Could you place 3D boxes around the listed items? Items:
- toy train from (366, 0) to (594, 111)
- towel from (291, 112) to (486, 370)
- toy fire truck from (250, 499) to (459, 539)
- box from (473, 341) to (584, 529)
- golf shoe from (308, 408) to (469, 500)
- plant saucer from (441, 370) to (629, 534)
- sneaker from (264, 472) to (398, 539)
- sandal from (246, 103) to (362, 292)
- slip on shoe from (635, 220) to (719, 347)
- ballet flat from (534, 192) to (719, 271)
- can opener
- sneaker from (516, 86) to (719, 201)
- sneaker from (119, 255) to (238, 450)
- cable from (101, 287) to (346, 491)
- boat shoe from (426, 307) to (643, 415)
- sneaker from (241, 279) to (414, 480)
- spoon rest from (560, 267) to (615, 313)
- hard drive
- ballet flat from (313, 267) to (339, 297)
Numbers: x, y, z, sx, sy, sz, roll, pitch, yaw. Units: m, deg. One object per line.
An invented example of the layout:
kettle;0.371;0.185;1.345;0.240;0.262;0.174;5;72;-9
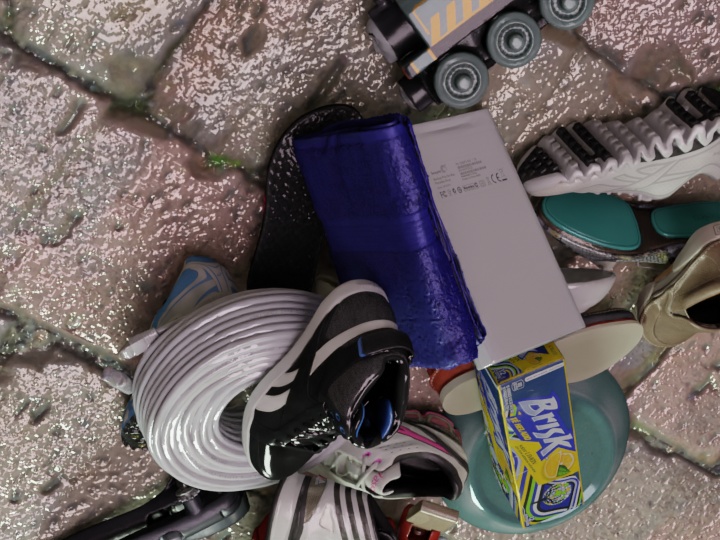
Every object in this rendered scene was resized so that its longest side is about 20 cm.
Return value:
toy train;0.100;-0.218;1.478;0.199;0.085;0.114;-36;108;6
towel;0.025;-0.023;1.442;0.049;0.147;0.202;-24;103;-29
toy fire truck;0.003;0.248;1.639;0.174;0.129;0.201;9;121;-19
box;0.146;0.131;1.601;0.064;0.070;0.201;-22;135;-7
golf shoe;0.001;0.158;1.624;0.198;0.092;0.073;8;115;-9
plant saucer;0.165;0.170;1.715;0.198;0.036;0.202;-7;118;-13
sneaker;-0.029;0.270;1.555;0.114;0.076;0.202;13;115;4
sandal;-0.051;-0.055;1.535;0.074;0.045;0.201;16;117;-9
slip on shoe;0.298;0.029;1.614;0.075;0.061;0.200;-1;152;-16
ballet flat;0.241;-0.027;1.623;0.198;0.072;0.073;2;116;-16
can opener;-0.194;0.235;1.628;0.198;0.063;0.079;-23;121;-4
sneaker;0.232;-0.091;1.585;0.198;0.075;0.082;-15;128;-8
sneaker;-0.155;0.074;1.564;0.071;0.073;0.201;7;129;-31
cable;-0.087;0.099;1.514;0.199;0.070;0.200;-30;137;7
boat shoe;0.154;0.069;1.645;0.198;0.063;0.072;-18;138;-7
sneaker;-0.027;0.115;1.425;0.072;0.112;0.201;10;126;-31
spoon rest;0.123;0.014;1.598;0.198;0.099;0.061;-8;98;3
hard drive;0.101;-0.029;1.498;0.026;0.202;0.131;-29;172;42
ballet flat;0.000;0.000;1.567;0.067;0.068;0.201;23;115;-4
